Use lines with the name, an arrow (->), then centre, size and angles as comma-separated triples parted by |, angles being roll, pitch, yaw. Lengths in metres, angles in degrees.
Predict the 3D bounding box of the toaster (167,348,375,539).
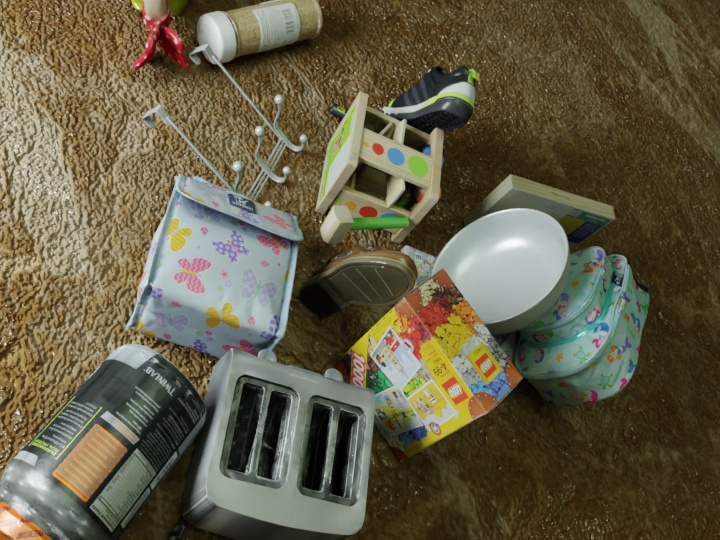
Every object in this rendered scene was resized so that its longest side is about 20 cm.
toaster -> -0.089, 0.198, 0.739 | 0.176, 0.119, 0.205 | 19, 57, -17

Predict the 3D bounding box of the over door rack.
over door rack -> -0.167, -0.191, 0.915 | 0.199, 0.066, 0.150 | 41, 50, -21

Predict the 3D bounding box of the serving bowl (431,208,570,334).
serving bowl -> 0.196, 0.011, 0.946 | 0.066, 0.195, 0.203 | 54, 45, -37

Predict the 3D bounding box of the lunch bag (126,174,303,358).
lunch bag -> -0.162, -0.014, 0.813 | 0.166, 0.127, 0.204 | 22, 49, -18

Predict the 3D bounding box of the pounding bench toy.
pounding bench toy -> 0.030, -0.106, 0.961 | 0.152, 0.124, 0.205 | 20, 57, -17

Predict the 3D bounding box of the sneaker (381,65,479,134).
sneaker -> 0.105, -0.248, 0.999 | 0.070, 0.198, 0.085 | 22, 84, -32

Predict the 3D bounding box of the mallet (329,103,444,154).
mallet -> 0.045, -0.213, 1.084 | 0.197, 0.041, 0.067 | 34, 53, -3

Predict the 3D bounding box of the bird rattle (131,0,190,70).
bird rattle -> -0.282, -0.379, 0.931 | 0.109, 0.165, 0.204 | 1, 52, -6

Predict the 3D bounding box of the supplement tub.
supplement tub -> -0.249, 0.181, 0.660 | 0.122, 0.123, 0.201 | 39, 53, -3

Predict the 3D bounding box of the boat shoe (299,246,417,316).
boat shoe -> 0.000, 0.000, 0.843 | 0.073, 0.197, 0.068 | 52, 53, -21

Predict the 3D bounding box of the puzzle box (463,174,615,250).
puzzle box -> 0.275, -0.079, 1.072 | 0.195, 0.133, 0.026 | 13, 59, -22

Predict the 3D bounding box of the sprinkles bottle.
sprinkles bottle -> -0.148, -0.366, 1.042 | 0.197, 0.068, 0.069 | -28, 79, -36

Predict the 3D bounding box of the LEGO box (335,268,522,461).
LEGO box -> 0.072, 0.118, 0.816 | 0.076, 0.200, 0.150 | -30, 79, -36

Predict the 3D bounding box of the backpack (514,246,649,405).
backpack -> 0.299, 0.079, 0.964 | 0.150, 0.175, 0.204 | 39, 54, -27

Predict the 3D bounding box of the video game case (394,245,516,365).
video game case -> 0.140, 0.061, 0.995 | 0.195, 0.018, 0.147 | 21, 56, -17
